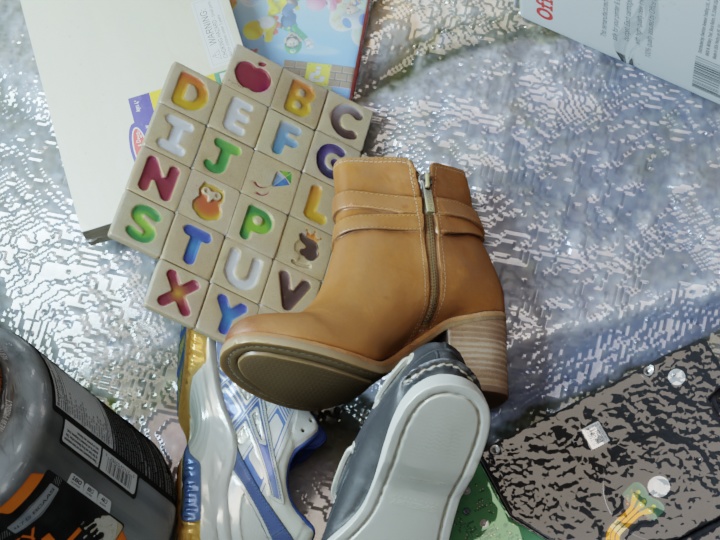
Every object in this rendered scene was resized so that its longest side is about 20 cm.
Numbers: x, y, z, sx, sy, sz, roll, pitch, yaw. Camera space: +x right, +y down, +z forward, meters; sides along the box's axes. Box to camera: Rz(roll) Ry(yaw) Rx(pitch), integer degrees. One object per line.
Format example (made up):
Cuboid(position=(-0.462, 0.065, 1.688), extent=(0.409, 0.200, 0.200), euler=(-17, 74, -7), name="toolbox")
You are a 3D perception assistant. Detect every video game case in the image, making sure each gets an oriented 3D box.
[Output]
Cuboid(position=(-0.062, -0.188, 1.382), extent=(0.143, 0.017, 0.200), euler=(8, 70, 8), name="video game case")

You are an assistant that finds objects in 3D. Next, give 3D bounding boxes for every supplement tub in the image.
Cuboid(position=(-0.199, 0.108, 1.169), extent=(0.122, 0.200, 0.123), euler=(-13, 58, 21), name="supplement tub")

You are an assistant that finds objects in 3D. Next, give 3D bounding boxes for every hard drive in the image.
Cuboid(position=(0.147, 0.145, 1.220), extent=(0.200, 0.038, 0.140), euler=(-27, 68, -6), name="hard drive")

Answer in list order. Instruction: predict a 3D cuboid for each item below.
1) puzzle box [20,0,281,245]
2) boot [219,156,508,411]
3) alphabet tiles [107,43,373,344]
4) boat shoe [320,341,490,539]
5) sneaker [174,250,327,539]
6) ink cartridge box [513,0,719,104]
Cuboid(position=(-0.138, -0.125, 1.342), extent=(0.133, 0.025, 0.200), euler=(-16, 68, -1), name="puzzle box")
Cuboid(position=(0.000, 0.000, 1.234), extent=(0.200, 0.077, 0.155), euler=(4, 66, -27), name="boot")
Cuboid(position=(-0.059, -0.040, 1.274), extent=(0.166, 0.006, 0.200), euler=(26, 57, -14), name="alphabet tiles")
Cuboid(position=(0.015, 0.132, 1.192), extent=(0.074, 0.200, 0.060), euler=(14, 26, -13), name="boat shoe")
Cuboid(position=(-0.065, 0.083, 1.257), extent=(0.088, 0.075, 0.200), euler=(3, 72, -10), name="sneaker")
Cuboid(position=(0.201, -0.184, 1.286), extent=(0.200, 0.144, 0.084), euler=(25, 72, 14), name="ink cartridge box")
